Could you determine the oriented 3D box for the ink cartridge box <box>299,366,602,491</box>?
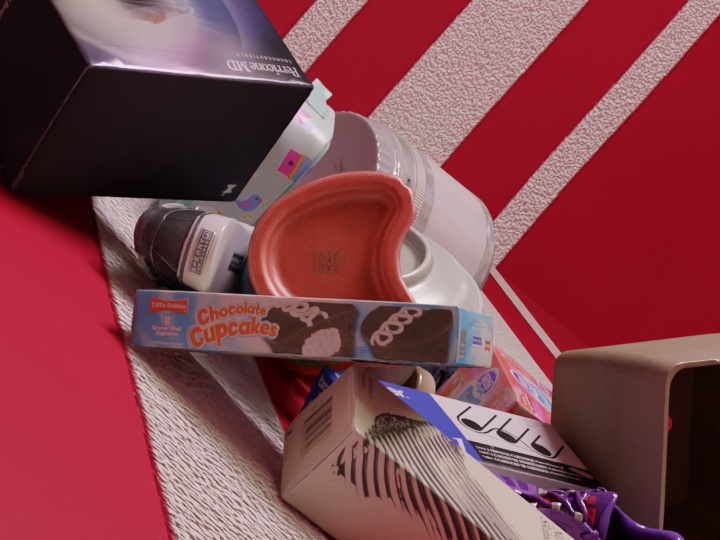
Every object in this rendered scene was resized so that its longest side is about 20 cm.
[{"bbox_3d":[0.064,0.126,1.439,0.199,0.044,0.094,15,20,-32],"label":"ink cartridge box"}]

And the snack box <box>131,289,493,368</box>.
[{"bbox_3d":[-0.027,0.036,1.279,0.199,0.037,0.116,3,-3,14],"label":"snack box"}]

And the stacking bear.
[{"bbox_3d":[-0.027,0.020,1.459,0.113,0.122,0.200,1,-17,-5],"label":"stacking bear"}]

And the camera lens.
[{"bbox_3d":[0.020,-0.041,1.997,0.200,0.160,0.160,36,9,-42],"label":"camera lens"}]

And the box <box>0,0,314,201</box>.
[{"bbox_3d":[-0.171,-0.159,1.429,0.199,0.123,0.199,0,49,-46],"label":"box"}]

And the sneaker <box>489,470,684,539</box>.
[{"bbox_3d":[0.120,0.158,1.349,0.199,0.084,0.081,19,46,-15],"label":"sneaker"}]

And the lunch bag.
[{"bbox_3d":[-0.089,-0.091,1.697,0.077,0.160,0.200,41,8,-9],"label":"lunch bag"}]

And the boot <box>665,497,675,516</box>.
[{"bbox_3d":[0.237,0.246,1.702,0.201,0.072,0.166,64,3,8],"label":"boot"}]

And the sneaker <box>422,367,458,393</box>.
[{"bbox_3d":[0.078,0.095,1.830,0.082,0.070,0.200,35,6,16],"label":"sneaker"}]

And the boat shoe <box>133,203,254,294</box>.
[{"bbox_3d":[-0.114,-0.009,1.443,0.067,0.072,0.200,20,-3,8],"label":"boat shoe"}]

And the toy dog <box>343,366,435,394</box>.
[{"bbox_3d":[0.004,0.033,1.710,0.200,0.096,0.132,47,8,36],"label":"toy dog"}]

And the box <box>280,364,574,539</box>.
[{"bbox_3d":[0.047,0.152,1.263,0.200,0.068,0.082,39,22,-19],"label":"box"}]

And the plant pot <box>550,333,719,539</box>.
[{"bbox_3d":[0.239,0.137,1.516,0.199,0.201,0.177,-5,13,-31],"label":"plant pot"}]

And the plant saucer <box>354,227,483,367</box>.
[{"bbox_3d":[0.000,0.000,1.628,0.199,0.050,0.200,7,30,-4],"label":"plant saucer"}]

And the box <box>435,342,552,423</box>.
[{"bbox_3d":[0.118,0.140,1.688,0.103,0.095,0.200,40,7,-10],"label":"box"}]
